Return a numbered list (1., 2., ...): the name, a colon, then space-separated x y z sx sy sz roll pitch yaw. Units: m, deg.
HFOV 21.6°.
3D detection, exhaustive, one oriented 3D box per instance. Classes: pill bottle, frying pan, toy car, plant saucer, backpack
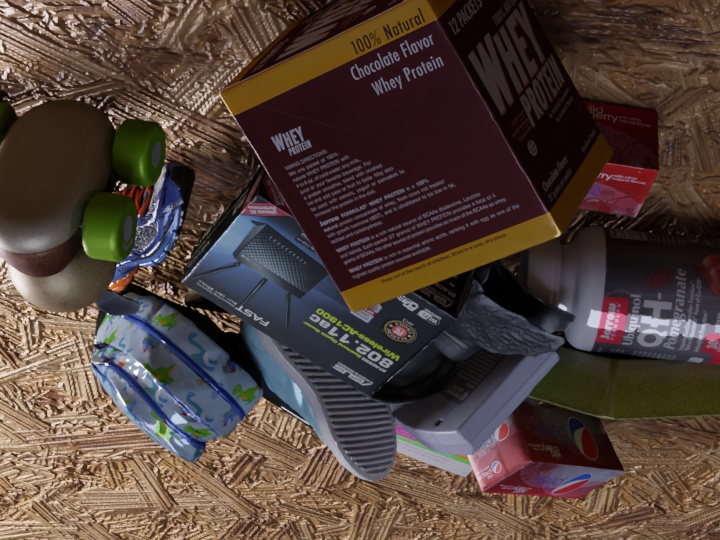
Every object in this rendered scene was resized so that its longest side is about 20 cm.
1. pill bottle: 0.240 0.020 1.667 0.199 0.111 0.111 6 147 -1
2. frying pan: -0.002 0.064 1.680 0.189 0.031 0.116 -1 108 -5
3. toy car: -0.250 -0.030 1.605 0.163 0.158 0.200 8 144 12
4. plant saucer: 0.236 0.093 1.742 0.199 0.048 0.199 1 -173 -35
5. backpack: -0.168 0.097 1.742 0.163 0.154 0.200 51 153 -19

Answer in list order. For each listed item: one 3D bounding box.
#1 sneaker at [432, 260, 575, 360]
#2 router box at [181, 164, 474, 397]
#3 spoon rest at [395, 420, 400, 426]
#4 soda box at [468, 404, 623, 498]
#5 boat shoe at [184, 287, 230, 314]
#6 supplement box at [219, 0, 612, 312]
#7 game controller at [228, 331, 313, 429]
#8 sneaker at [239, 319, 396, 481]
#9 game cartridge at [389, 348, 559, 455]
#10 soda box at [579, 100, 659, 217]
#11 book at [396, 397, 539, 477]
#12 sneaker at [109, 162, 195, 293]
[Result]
1. sneaker: 0.079 0.007 1.611 0.200 0.060 0.104 45 132 -12
2. router box: -0.029 0.004 1.564 0.199 0.062 0.150 32 140 -11
3. spoon rest: 0.013 0.086 1.838 0.099 0.061 0.200 -12 137 27
4. soda box: 0.182 0.182 1.884 0.063 0.070 0.200 -35 154 26
5. boat shoe: -0.113 -0.002 1.729 0.072 0.065 0.200 8 166 -16
6. supplement box: 0.043 -0.110 1.400 0.197 0.133 0.201 -21 109 35
7. game controller: -0.056 0.128 1.880 0.199 0.042 0.104 32 169 4
8. sneaker: -0.039 0.106 1.724 0.082 0.074 0.201 -4 121 58
9. game cartridge: 0.092 0.102 1.717 0.041 0.133 0.200 50 172 -18
10. soda box: 0.139 -0.101 1.537 0.199 0.064 0.070 8 145 -6
11. book: 0.094 0.132 1.924 0.133 0.048 0.200 18 143 -17
12. sneaker: -0.213 -0.040 1.677 0.078 0.076 0.200 26 140 -23
